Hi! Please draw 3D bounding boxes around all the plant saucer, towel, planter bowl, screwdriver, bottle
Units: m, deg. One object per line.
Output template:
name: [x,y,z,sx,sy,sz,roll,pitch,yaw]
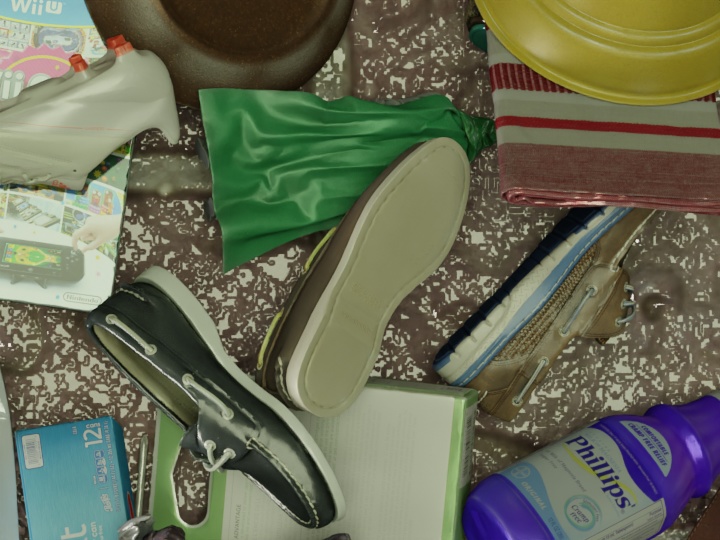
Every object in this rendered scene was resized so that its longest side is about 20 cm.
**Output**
plant saucer: [-0.082,-0.201,1.695,0.200,0.037,0.201,2,87,-29]
towel: [0.150,-0.121,1.683,0.144,0.023,0.200,4,55,-10]
planter bowl: [0.173,-0.206,1.683,0.200,0.083,0.200,6,55,-8]
screwdriver: [-0.148,0.206,1.726,0.028,0.029,0.200,4,89,3]
bottle: [0.164,0.136,1.712,0.200,0.065,0.084,-24,60,-24]

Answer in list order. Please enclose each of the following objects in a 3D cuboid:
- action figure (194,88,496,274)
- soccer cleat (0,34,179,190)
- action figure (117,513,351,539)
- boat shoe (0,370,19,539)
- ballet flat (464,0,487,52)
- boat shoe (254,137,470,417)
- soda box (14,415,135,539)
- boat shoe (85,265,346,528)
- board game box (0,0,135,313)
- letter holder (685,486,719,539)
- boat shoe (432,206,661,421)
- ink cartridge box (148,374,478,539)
action figure: [-0.004,-0.073,1.723,0.200,0.055,0.118,-9,105,-16]
soccer cleat: [-0.207,-0.075,1.645,0.200,0.069,0.078,-22,107,-2]
action figure: [-0.102,0.210,1.633,0.200,0.069,0.130,-7,86,-29]
boat shoe: [-0.258,0.128,1.696,0.068,0.074,0.199,-6,99,-19]
ballet flat: [0.165,-0.139,1.744,0.200,0.068,0.075,31,70,-2]
boat shoe: [0.000,0.000,1.682,0.072,0.060,0.200,40,71,-34]
soda box: [-0.169,0.197,1.688,0.064,0.068,0.200,-9,80,-1]
boat shoe: [-0.091,0.090,1.658,0.060,0.076,0.200,-36,75,-26]
board game box: [-0.218,-0.080,1.707,0.147,0.064,0.200,8,88,-5]
letter holder: [0.302,0.174,1.693,0.101,0.142,0.200,35,86,-35]
boat shoe: [0.140,0.014,1.738,0.072,0.072,0.200,44,96,-8]
ink cartridge box: [-0.032,0.138,1.719,0.200,0.048,0.146,6,97,11]
